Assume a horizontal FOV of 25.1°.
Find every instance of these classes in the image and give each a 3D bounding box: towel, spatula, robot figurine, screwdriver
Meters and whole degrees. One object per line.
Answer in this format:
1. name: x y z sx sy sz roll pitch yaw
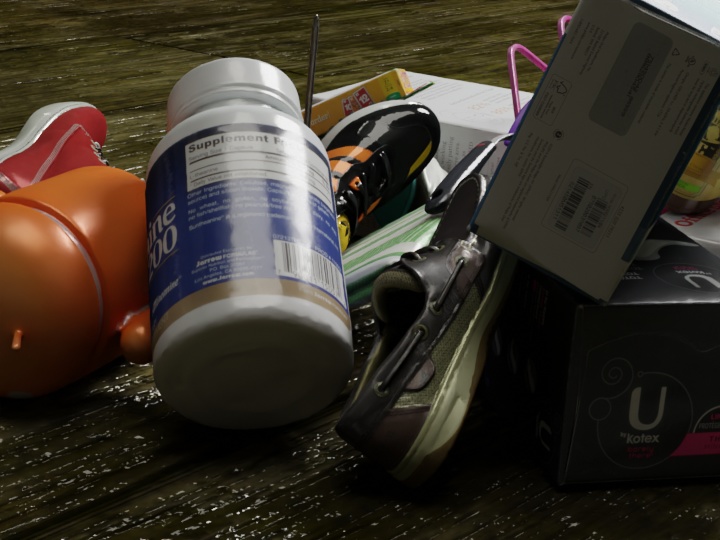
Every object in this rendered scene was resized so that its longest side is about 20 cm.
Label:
1. towel: 0.000 0.000 1.038 0.152 0.024 0.200 -29 5 22
2. spatula: 0.092 -0.081 1.061 0.056 0.021 0.200 -19 13 40
3. robot figurine: -0.180 0.005 0.954 0.116 0.145 0.200 -32 1 27
4. screwdriver: -0.042 -0.089 1.143 0.029 0.202 0.028 27 38 36

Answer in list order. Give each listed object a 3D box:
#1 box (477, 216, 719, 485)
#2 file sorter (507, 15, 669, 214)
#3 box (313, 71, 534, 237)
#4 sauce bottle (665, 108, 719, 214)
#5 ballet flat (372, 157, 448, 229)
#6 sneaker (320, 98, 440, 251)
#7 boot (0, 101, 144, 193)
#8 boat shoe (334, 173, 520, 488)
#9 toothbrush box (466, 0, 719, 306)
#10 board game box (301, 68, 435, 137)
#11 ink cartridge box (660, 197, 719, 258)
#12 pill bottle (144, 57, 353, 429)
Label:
1. box: 0.137 0.034 0.937 0.121 0.107 0.200 -1 18 -15
2. file sorter: 0.220 -0.134 1.160 0.199 0.127 0.138 -27 -38 32
3. box: 0.074 -0.085 1.303 0.198 0.108 0.152 13 21 28
4. sauce bottle: 0.235 -0.116 1.012 0.064 0.201 0.065 7 53 -10
5. ballet flat: 0.054 -0.036 1.181 0.069 0.070 0.201 -3 38 -20
6. sneaker: -0.016 -0.043 1.105 0.199 0.070 0.090 -30 37 -14
7. boot: -0.209 -0.075 1.288 0.143 0.073 0.200 8 26 13
8. boat shoe: 0.038 0.018 0.875 0.064 0.073 0.201 30 50 -15
9. toothbrush box: 0.145 -0.088 0.875 0.085 0.147 0.200 29 22 7
10. board game box: -0.040 -0.105 1.197 0.198 0.030 0.096 -21 5 7
11. ink cartridge box: 0.300 0.013 1.072 0.198 0.085 0.145 14 20 30
12. pill bottle: -0.067 -0.021 0.920 0.110 0.112 0.202 0 52 -10
